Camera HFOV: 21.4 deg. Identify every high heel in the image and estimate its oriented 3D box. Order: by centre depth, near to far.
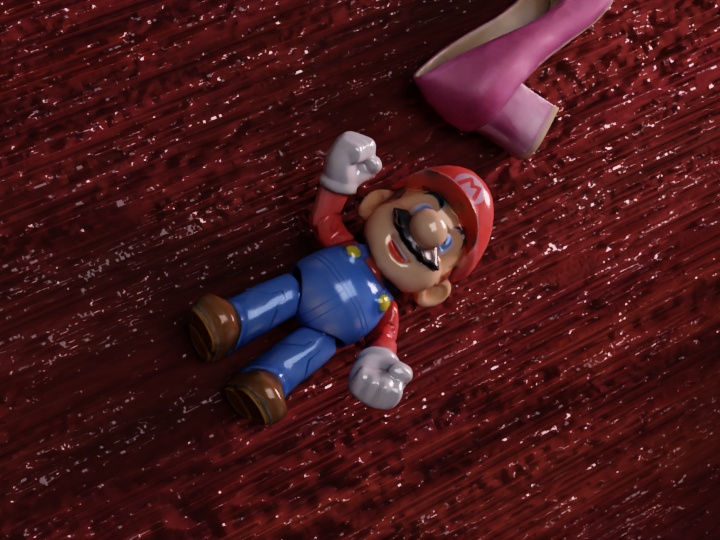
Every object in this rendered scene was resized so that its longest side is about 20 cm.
[{"bbox_3d":[0.104,-0.178,1.235,0.096,0.067,0.201,32,78,-27],"label":"high heel"}]

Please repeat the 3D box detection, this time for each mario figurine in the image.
[{"bbox_3d":[0.000,0.000,1.111,0.200,0.106,0.124,-36,129,-22],"label":"mario figurine"}]
